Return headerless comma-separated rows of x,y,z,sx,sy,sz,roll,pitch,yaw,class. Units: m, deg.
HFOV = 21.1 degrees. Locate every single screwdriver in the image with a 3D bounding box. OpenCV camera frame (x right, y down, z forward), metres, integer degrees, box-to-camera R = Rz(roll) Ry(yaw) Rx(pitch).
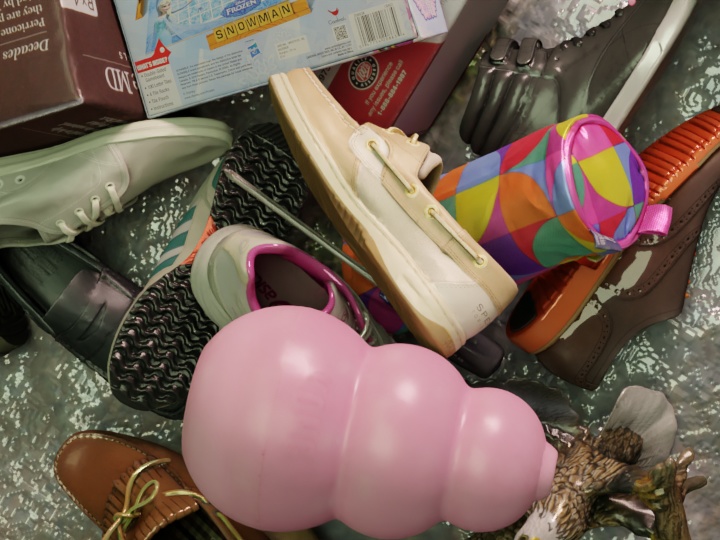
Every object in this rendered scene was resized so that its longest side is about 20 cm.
0.000,0.000,1.147,0.200,0.029,0.028,35,79,9,screwdriver

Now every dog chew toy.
0.007,0.091,1.054,0.200,0.125,0.125,11,91,7,dog chew toy

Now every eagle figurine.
0.095,0.140,1.141,0.200,0.151,0.152,-3,77,23,eagle figurine

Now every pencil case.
0.080,-0.023,1.149,0.200,0.088,0.088,-19,81,42,pencil case

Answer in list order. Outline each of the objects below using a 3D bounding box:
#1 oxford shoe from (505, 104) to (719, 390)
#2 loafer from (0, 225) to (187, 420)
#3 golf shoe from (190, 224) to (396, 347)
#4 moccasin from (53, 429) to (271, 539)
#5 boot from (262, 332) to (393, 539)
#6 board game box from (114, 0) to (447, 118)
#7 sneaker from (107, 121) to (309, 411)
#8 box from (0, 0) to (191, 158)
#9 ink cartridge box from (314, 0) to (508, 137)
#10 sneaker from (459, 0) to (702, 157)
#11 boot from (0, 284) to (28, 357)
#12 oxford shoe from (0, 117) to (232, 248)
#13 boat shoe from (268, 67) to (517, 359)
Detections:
0.177,-0.016,1.176,0.073,0.071,0.200,40,96,-15,oxford shoe
-0.180,0.026,1.264,0.201,0.070,0.068,42,105,14,loafer
-0.015,0.051,1.148,0.200,0.092,0.075,41,75,-12,golf shoe
-0.116,0.164,1.183,0.201,0.078,0.074,41,101,26,moccasin
-0.027,0.120,1.221,0.175,0.066,0.200,25,93,16,boot
-0.067,-0.211,1.155,0.200,0.041,0.200,-12,97,29,board game box
-0.092,0.000,1.229,0.070,0.093,0.200,29,88,-4,sneaker
-0.229,-0.171,1.236,0.164,0.166,0.200,-15,83,18,box
-0.014,-0.196,1.205,0.200,0.083,0.146,38,114,14,ink cartridge box
0.133,-0.134,1.180,0.099,0.071,0.200,35,101,10,sneaker
-0.343,0.023,1.322,0.200,0.073,0.182,-26,79,21,boot
-0.175,-0.050,1.221,0.200,0.075,0.058,-16,73,-1,oxford shoe
0.018,-0.043,1.107,0.069,0.074,0.200,-31,70,-7,boat shoe
